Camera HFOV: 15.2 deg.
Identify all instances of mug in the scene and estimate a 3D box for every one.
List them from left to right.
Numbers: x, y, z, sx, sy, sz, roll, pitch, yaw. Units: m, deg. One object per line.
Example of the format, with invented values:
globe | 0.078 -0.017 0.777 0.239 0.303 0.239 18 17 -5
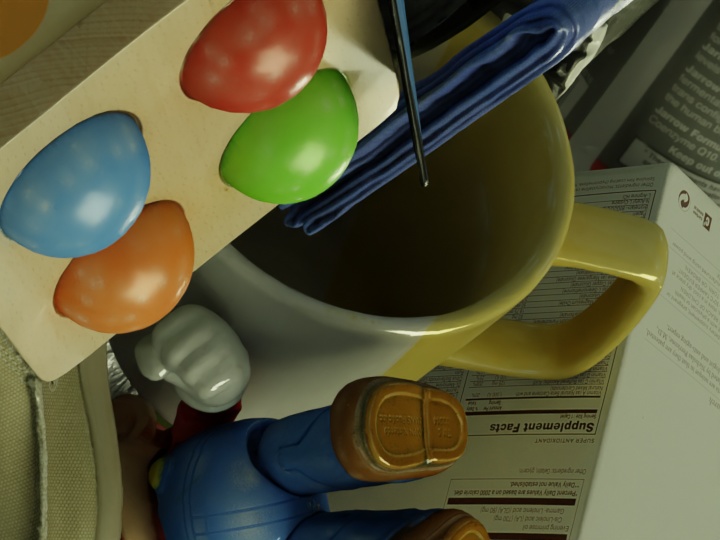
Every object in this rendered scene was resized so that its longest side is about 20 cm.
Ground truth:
mug | -0.008 0.002 0.943 0.150 0.186 0.153 -48 176 -36

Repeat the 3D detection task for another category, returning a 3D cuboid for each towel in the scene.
towel | 0.066 -0.087 0.838 0.145 0.024 0.200 -33 -175 46

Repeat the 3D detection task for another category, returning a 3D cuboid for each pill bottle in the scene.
pill bottle | 0.161 -0.113 1.086 0.114 0.114 0.200 -15 147 -50

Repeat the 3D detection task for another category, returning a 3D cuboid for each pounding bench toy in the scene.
pounding bench toy | -0.075 -0.058 0.715 0.124 0.156 0.200 -39 160 -7

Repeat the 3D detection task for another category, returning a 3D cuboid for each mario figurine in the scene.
mario figurine | -0.059 0.088 0.880 0.199 0.124 0.106 -11 148 44

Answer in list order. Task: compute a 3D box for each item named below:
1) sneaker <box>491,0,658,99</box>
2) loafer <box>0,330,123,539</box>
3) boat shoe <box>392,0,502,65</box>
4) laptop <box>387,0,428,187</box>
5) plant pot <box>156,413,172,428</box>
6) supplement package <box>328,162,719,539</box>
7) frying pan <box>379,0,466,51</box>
sneaker | 0.102 -0.149 0.988 0.201 0.066 0.090 -58 170 20
loafer | -0.119 0.034 0.848 0.068 0.202 0.075 4 176 -40
boat shoe | 0.031 -0.130 0.886 0.199 0.069 0.075 -30 157 -16
laptop | 0.045 -0.164 0.693 0.199 0.116 0.188 -33 137 -23
plant pot | -0.099 0.160 1.106 0.190 0.200 0.200 -45 163 -24
supplement package | 0.095 0.094 1.091 0.191 0.146 0.201 38 59 -40
frying pan | -0.012 -0.145 0.772 0.115 0.031 0.191 -33 128 -13
